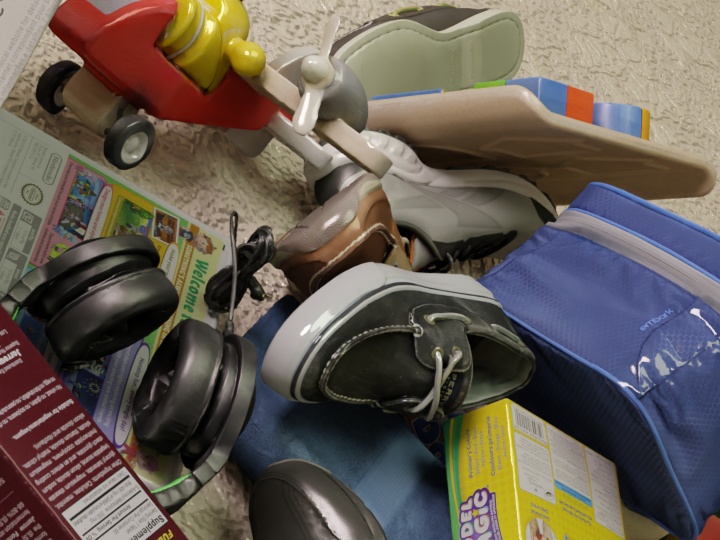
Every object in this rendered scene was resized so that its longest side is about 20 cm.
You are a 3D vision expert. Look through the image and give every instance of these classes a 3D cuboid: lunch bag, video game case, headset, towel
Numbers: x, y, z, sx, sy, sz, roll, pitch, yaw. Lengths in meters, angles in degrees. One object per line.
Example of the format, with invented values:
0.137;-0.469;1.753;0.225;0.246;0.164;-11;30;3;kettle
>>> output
0.162;0.041;1.153;0.200;0.132;0.136;33;-25;48;lunch bag
-0.156;0.007;0.988;0.182;0.022;0.200;30;35;-15;video game case
-0.102;0.041;0.940;0.124;0.094;0.200;45;49;-1;headset
-0.005;0.114;1.060;0.200;0.049;0.112;50;31;-1;towel

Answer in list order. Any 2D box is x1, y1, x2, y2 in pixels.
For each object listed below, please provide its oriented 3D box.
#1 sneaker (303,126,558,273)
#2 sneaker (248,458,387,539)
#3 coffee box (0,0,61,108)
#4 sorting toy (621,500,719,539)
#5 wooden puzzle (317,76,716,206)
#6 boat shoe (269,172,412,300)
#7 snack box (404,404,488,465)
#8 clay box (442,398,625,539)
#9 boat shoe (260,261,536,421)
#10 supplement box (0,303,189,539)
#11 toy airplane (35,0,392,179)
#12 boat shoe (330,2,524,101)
0.048;-0.026;1.267;0.200;0.074;0.080;12;59;-39;sneaker
-0.022;0.178;0.940;0.079;0.075;0.200;8;53;-41;sneaker
-0.224;-0.174;0.866;0.197;0.200;0.200;29;7;-20;coffee box
0.219;0.171;1.238;0.200;0.070;0.199;28;35;-40;sorting toy
0.101;-0.087;1.288;0.200;0.185;0.046;17;76;-44;wooden puzzle
0.000;0.000;1.093;0.072;0.076;0.200;52;0;6;boat shoe
0.075;0.125;1.169;0.072;0.024;0.200;5;52;-51;snack box
0.097;0.179;1.039;0.115;0.048;0.201;32;46;-45;clay box
0.030;0.041;1.034;0.071;0.072;0.200;39;26;25;boat shoe
-0.164;0.086;0.831;0.200;0.109;0.061;52;31;2;supplement box
-0.075;-0.129;1.141;0.200;0.141;0.199;24;17;-13;toy airplane
0.031;-0.142;1.371;0.201;0.060;0.072;-17;114;-48;boat shoe
